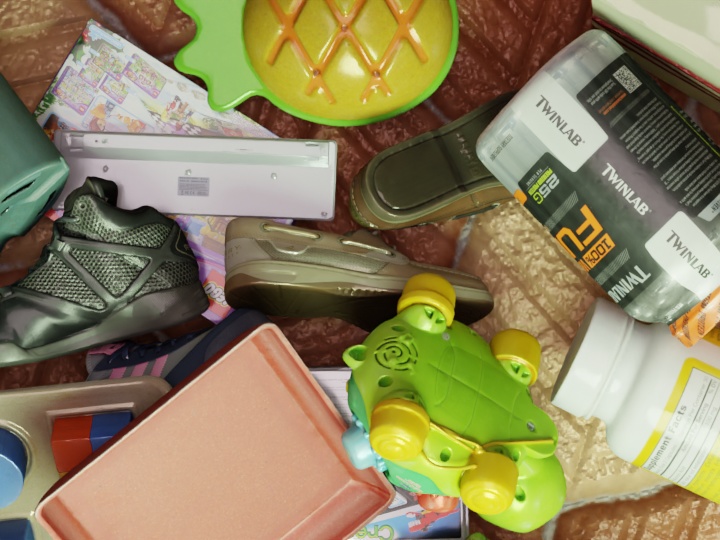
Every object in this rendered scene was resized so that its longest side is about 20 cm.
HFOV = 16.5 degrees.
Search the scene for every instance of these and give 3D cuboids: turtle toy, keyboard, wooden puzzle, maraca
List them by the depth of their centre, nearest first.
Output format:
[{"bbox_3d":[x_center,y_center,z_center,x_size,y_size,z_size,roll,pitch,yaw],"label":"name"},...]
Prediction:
[{"bbox_3d":[0.065,0.107,1.689,0.199,0.101,0.146,33,47,-19],"label":"turtle toy"},{"bbox_3d":[-0.210,0.162,1.711,0.199,0.046,0.186,-3,125,8],"label":"wooden puzzle"},{"bbox_3d":[-0.031,-0.169,1.730,0.199,0.107,0.138,-1,92,1],"label":"maraca"},{"bbox_3d":[-0.117,-0.067,1.742,0.199,0.011,0.057,2,96,1],"label":"keyboard"}]

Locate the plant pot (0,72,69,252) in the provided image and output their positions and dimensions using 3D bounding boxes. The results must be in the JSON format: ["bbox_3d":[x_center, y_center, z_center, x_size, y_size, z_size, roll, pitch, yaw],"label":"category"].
[{"bbox_3d":[-0.313,-0.092,1.678,0.200,0.200,0.196,-42,83,1],"label":"plant pot"}]

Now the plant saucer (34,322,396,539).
[{"bbox_3d":[-0.099,0.149,1.679,0.200,0.037,0.200,-38,130,-5],"label":"plant saucer"}]

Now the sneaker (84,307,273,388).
[{"bbox_3d":[-0.149,0.072,1.727,0.200,0.070,0.082,-39,77,21],"label":"sneaker"}]

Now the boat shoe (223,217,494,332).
[{"bbox_3d":[0.000,0.000,1.736,0.199,0.072,0.065,6,62,-20],"label":"boat shoe"}]

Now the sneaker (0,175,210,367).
[{"bbox_3d":[-0.213,0.003,1.708,0.198,0.076,0.115,-17,94,-3],"label":"sneaker"}]

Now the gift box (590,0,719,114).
[{"bbox_3d":[0.268,-0.178,1.694,0.186,0.185,0.201,30,93,9],"label":"gift box"}]

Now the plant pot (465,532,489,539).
[{"bbox_3d":[0.092,0.289,1.702,0.200,0.200,0.184,-42,78,1],"label":"plant pot"}]

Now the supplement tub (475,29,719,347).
[{"bbox_3d":[0.184,-0.053,1.664,0.122,0.123,0.200,-44,85,1],"label":"supplement tub"}]

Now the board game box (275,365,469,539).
[{"bbox_3d":[-0.023,0.131,1.766,0.199,0.035,0.127,-1,89,1],"label":"board game box"}]

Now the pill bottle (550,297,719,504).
[{"bbox_3d":[0.238,0.096,1.724,0.199,0.111,0.112,25,91,1],"label":"pill bottle"}]

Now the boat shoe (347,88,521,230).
[{"bbox_3d":[0.083,-0.077,1.750,0.199,0.068,0.072,-13,79,-19],"label":"boat shoe"}]

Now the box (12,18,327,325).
[{"bbox_3d":[-0.142,-0.068,1.765,0.199,0.039,0.137,33,90,1],"label":"box"}]
